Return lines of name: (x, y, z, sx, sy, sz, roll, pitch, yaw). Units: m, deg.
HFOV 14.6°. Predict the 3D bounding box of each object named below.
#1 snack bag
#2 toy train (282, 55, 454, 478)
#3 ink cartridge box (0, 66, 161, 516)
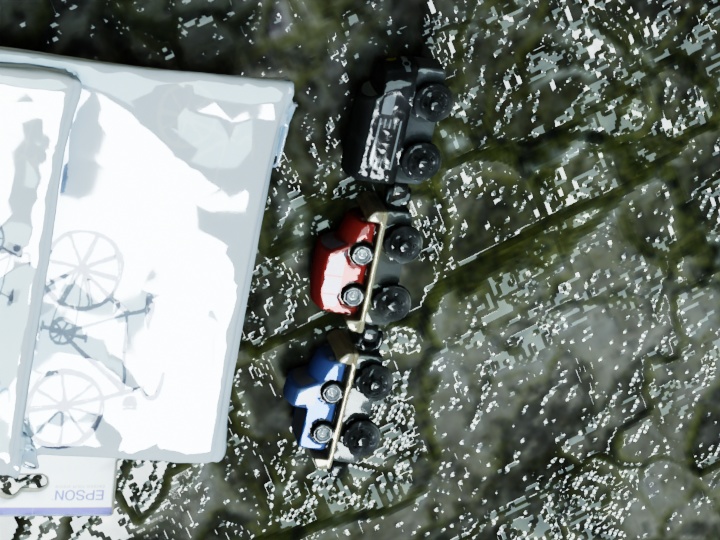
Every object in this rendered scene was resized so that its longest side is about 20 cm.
snack bag: (-0.134, 0.000, 1.175, 0.199, 0.021, 0.189, 5, 110, -19)
toy train: (0.000, 0.000, 1.252, 0.046, 0.034, 0.201, 6, 110, -16)
ink cartridge box: (-0.146, 0.009, 1.208, 0.099, 0.039, 0.201, 2, 110, -18)
